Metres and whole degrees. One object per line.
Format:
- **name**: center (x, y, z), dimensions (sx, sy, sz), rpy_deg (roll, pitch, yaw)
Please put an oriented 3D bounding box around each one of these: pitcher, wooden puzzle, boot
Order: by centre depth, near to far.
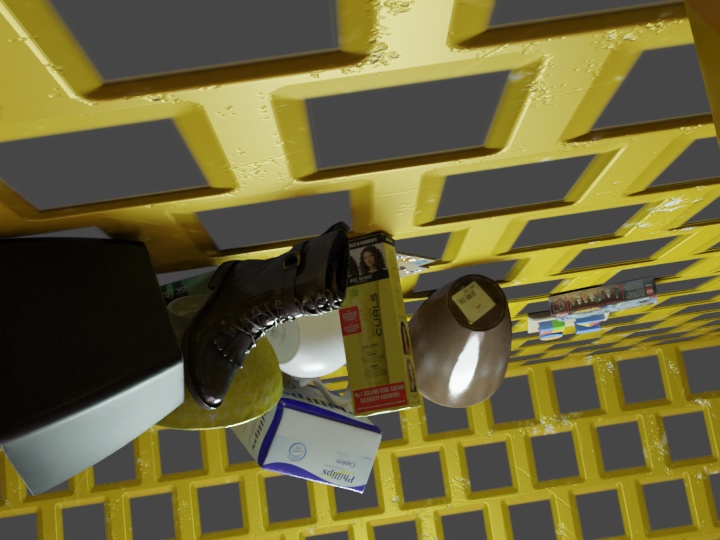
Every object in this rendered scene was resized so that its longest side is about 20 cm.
- **boot**: center (-0.093, 0.043, 0.903), dimensions (0.172, 0.203, 0.069), rpy_deg (-13, 141, 32)
- **pitcher**: center (-0.057, 0.123, 1.295), dimensions (0.120, 0.175, 0.199), rpy_deg (8, -178, 37)
- **wooden puzzle**: center (0.464, 0.116, 1.910), dimensions (0.182, 0.047, 0.200), rpy_deg (-11, 168, 8)

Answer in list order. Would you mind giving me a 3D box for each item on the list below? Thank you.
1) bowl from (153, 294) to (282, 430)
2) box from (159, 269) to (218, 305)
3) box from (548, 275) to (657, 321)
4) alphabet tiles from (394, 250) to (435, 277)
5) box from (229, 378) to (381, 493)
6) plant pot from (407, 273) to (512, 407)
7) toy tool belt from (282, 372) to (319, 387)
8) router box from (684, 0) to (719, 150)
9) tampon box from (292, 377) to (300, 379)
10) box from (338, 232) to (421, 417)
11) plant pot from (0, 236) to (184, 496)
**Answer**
- **bowl**: center (-0.189, 0.093, 1.020), dimensions (0.196, 0.110, 0.201), rpy_deg (2, -162, -1)
- **box**: center (-0.222, 0.045, 1.143), dimensions (0.197, 0.037, 0.144), rpy_deg (-17, 165, 25)
- **box**: center (0.471, 0.057, 1.663), dimensions (0.197, 0.041, 0.137), rpy_deg (-12, 168, 17)
- **alphabet tiles**: center (0.000, 0.000, 1.162), dimensions (0.165, 0.006, 0.199), rpy_deg (-17, 165, 35)
- **box**: center (-0.092, 0.247, 1.362), dimensions (0.182, 0.106, 0.200), rpy_deg (20, -177, -27)
- **plant pot**: center (0.163, 0.092, 1.351), dimensions (0.184, 0.190, 0.201), rpy_deg (-7, 154, -8)
- **toy tool belt**: center (-0.110, 0.135, 1.419), dimensions (0.123, 0.125, 0.200), rpy_deg (-10, 168, 10)
- **router box**: center (0.242, -0.133, 0.396), dimensions (0.050, 0.152, 0.200), rpy_deg (-5, 167, -19)
- **tampon box**: center (-0.221, 0.225, 1.737), dimensions (0.148, 0.128, 0.199), rpy_deg (-13, 168, 22)
- **box**: center (0.016, 0.064, 1.004), dimensions (0.074, 0.204, 0.050), rpy_deg (-11, 170, 19)
- **plant pot**: center (-0.278, 0.081, 0.863), dimensions (0.175, 0.202, 0.200), rpy_deg (-16, 157, -18)
